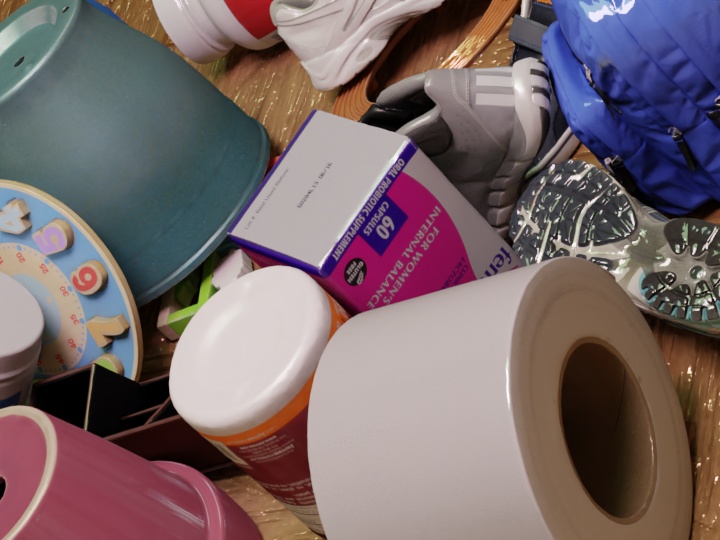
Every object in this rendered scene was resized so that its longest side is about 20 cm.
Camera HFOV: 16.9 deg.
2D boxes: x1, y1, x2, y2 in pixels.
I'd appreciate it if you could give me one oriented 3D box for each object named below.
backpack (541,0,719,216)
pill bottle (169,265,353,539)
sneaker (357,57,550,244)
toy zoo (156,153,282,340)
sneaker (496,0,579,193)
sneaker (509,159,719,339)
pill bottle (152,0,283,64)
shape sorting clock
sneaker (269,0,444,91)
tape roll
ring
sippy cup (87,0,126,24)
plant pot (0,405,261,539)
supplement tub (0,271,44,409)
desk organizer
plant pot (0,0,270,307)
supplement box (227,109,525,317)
[{"bbox_3d":[0.196,-0.141,1.505,0.168,0.200,0.163,-36,39,12],"label":"backpack"},{"bbox_3d":[-0.015,0.097,1.484,0.114,0.200,0.115,-25,43,25],"label":"pill bottle"},{"bbox_3d":[0.050,-0.074,1.574,0.115,0.200,0.075,3,56,-8],"label":"sneaker"},{"bbox_3d":[-0.059,-0.033,1.792,0.199,0.020,0.132,-21,43,28],"label":"toy zoo"},{"bbox_3d":[0.130,-0.145,1.672,0.078,0.079,0.200,25,76,50],"label":"sneaker"},{"bbox_3d":[0.174,-0.001,1.490,0.200,0.086,0.078,30,86,43],"label":"sneaker"},{"bbox_3d":[-0.063,-0.245,1.915,0.199,0.112,0.113,-27,41,23],"label":"pill bottle"},{"bbox_3d":[-0.242,0.028,1.780,0.199,0.201,0.039,-3,23,41],"label":"shape sorting clock"},{"bbox_3d":[0.014,-0.226,1.795,0.200,0.099,0.078,-42,17,11],"label":"sneaker"},{"bbox_3d":[0.083,0.104,1.385,0.139,0.203,0.203,-16,46,33],"label":"tape roll"},{"bbox_3d":[0.056,-0.165,1.769,0.200,0.019,0.201,-38,22,19],"label":"ring"},{"bbox_3d":[-0.248,-0.152,1.964,0.130,0.139,0.178,-46,26,22],"label":"sippy cup"},{"bbox_3d":[-0.191,0.188,1.585,0.199,0.179,0.201,-26,41,24],"label":"plant pot"},{"bbox_3d":[-0.310,0.105,1.745,0.132,0.131,0.201,-115,38,-51],"label":"supplement tub"},{"bbox_3d":[-0.139,0.098,1.673,0.200,0.077,0.072,-19,56,39],"label":"desk organizer"},{"bbox_3d":[-0.202,-0.100,1.815,0.200,0.188,0.200,-32,31,21],"label":"plant pot"},{"bbox_3d":[0.029,0.004,1.529,0.103,0.200,0.101,21,72,49],"label":"supplement box"}]
